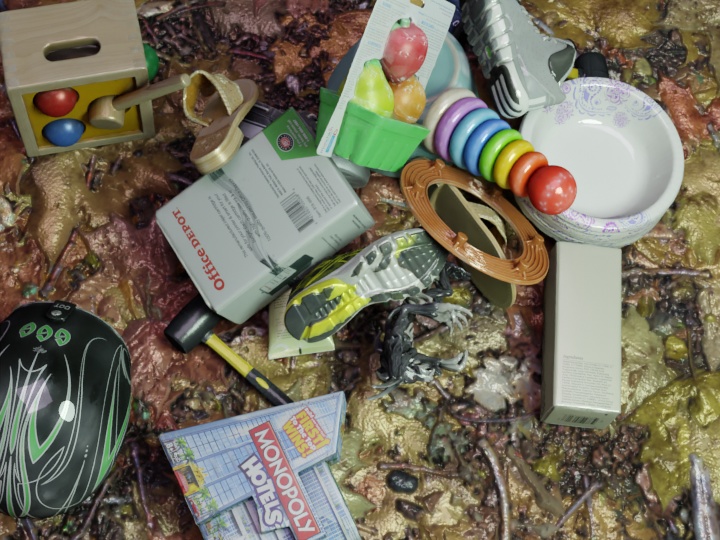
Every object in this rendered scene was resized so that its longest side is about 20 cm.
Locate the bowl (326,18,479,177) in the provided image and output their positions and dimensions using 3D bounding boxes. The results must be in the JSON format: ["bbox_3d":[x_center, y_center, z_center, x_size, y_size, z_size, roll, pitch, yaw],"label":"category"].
[{"bbox_3d":[0.058,-0.225,1.502,0.198,0.105,0.203,2,68,-5],"label":"bowl"}]

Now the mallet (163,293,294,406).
[{"bbox_3d":[-0.124,0.102,1.387,0.199,0.041,0.066,33,71,4],"label":"mallet"}]

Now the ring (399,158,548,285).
[{"bbox_3d":[0.131,-0.060,1.385,0.199,0.019,0.201,26,30,-16],"label":"ring"}]

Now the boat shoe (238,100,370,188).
[{"bbox_3d":[-0.075,-0.161,1.479,0.198,0.072,0.072,21,71,6],"label":"boat shoe"}]

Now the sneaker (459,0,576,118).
[{"bbox_3d":[0.190,-0.278,1.448,0.114,0.075,0.202,-10,80,-22],"label":"sneaker"}]

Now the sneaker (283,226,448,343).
[{"bbox_3d":[0.000,0.000,1.353,0.198,0.085,0.075,-26,116,0],"label":"sneaker"}]

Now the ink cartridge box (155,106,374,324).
[{"bbox_3d":[-0.107,-0.058,1.381,0.199,0.083,0.147,-36,69,4],"label":"ink cartridge box"}]

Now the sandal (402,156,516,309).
[{"bbox_3d":[0.139,-0.058,1.458,0.069,0.078,0.212,-27,70,-31],"label":"sandal"}]

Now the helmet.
[{"bbox_3d":[-0.330,0.152,1.272,0.198,0.201,0.192,13,50,0],"label":"helmet"}]

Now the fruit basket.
[{"bbox_3d":[0.027,-0.213,1.352,0.093,0.185,0.202,21,100,26],"label":"fruit basket"}]

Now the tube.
[{"bbox_3d":[-0.080,0.001,1.428,0.052,0.058,0.202,11,63,-44],"label":"tube"}]

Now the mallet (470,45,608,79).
[{"bbox_3d":[0.224,-0.263,1.528,0.198,0.041,0.067,20,60,-21],"label":"mallet"}]

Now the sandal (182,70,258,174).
[{"bbox_3d":[-0.168,-0.192,1.399,0.077,0.070,0.213,-25,30,16],"label":"sandal"}]

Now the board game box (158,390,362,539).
[{"bbox_3d":[-0.082,0.224,1.311,0.198,0.062,0.201,-26,72,-6],"label":"board game box"}]

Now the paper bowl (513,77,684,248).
[{"bbox_3d":[0.276,-0.119,1.478,0.198,0.105,0.203,2,67,-5],"label":"paper bowl"}]

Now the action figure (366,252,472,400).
[{"bbox_3d":[0.076,0.063,1.379,0.101,0.119,0.201,18,61,9],"label":"action figure"}]

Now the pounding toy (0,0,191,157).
[{"bbox_3d":[-0.300,-0.214,1.419,0.198,0.184,0.144,-10,69,-10],"label":"pounding toy"}]

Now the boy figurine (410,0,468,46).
[{"bbox_3d":[0.084,-0.377,1.590,0.124,0.065,0.200,-37,77,-17],"label":"boy figurine"}]

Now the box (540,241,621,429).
[{"bbox_3d":[0.252,0.073,1.415,0.081,0.069,0.202,8,66,-2],"label":"box"}]

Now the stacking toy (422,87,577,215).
[{"bbox_3d":[0.161,-0.125,1.393,0.085,0.086,0.200,-36,54,-18],"label":"stacking toy"}]
